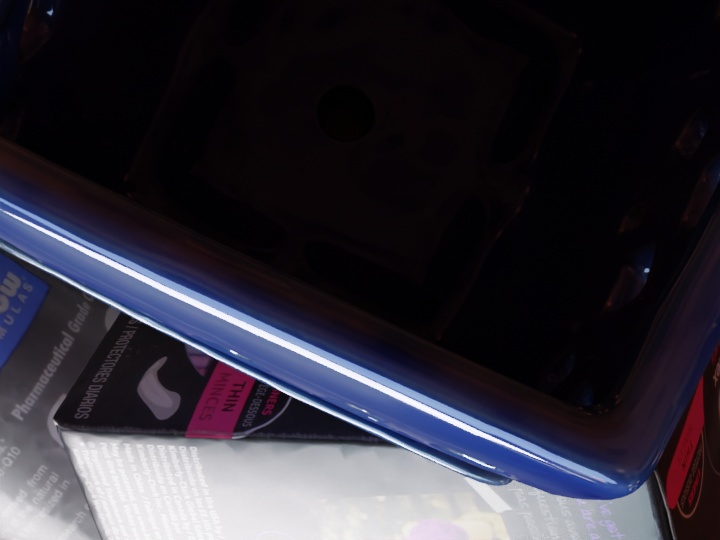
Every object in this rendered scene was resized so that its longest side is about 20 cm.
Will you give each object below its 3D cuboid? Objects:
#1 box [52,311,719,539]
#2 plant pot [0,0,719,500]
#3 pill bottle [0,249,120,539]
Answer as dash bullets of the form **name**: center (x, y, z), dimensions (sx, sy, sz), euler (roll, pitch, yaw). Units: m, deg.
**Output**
- **box**: center (0.021, 0.054, 0.805), dimensions (0.199, 0.122, 0.106), euler (1, 128, 22)
- **plant pot**: center (0.007, -0.059, 0.651), dimensions (0.199, 0.201, 0.180), euler (26, 168, -2)
- **pill bottle**: center (-0.133, 0.043, 0.933), dimensions (0.200, 0.114, 0.114), euler (35, 159, -14)
